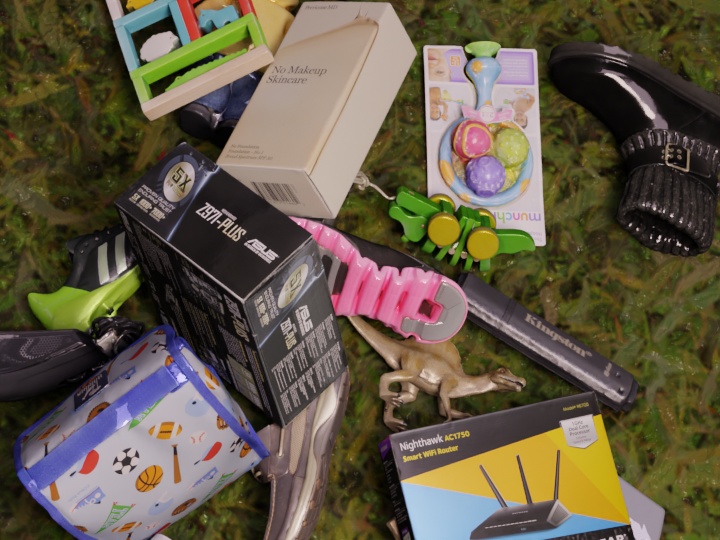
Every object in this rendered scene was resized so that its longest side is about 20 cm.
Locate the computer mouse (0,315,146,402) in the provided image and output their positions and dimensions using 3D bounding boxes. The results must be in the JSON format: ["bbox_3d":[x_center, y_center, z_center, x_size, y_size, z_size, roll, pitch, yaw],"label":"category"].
[{"bbox_3d":[-0.275,0.083,1.605,0.199,0.139,0.053,-4,75,8],"label":"computer mouse"}]

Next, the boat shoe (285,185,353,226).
[{"bbox_3d":[-0.035,-0.097,1.752,0.068,0.072,0.201,45,56,-35],"label":"boat shoe"}]

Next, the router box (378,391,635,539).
[{"bbox_3d":[0.129,0.200,1.642,0.199,0.051,0.150,-11,77,-18],"label":"router box"}]

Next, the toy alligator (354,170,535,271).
[{"bbox_3d":[0.064,-0.040,1.735,0.199,0.059,0.054,19,112,-9],"label":"toy alligator"}]

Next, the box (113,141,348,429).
[{"bbox_3d":[-0.107,0.014,1.595,0.164,0.200,0.086,36,67,30],"label":"box"}]

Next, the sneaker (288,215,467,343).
[{"bbox_3d":[0.000,0.000,1.689,0.199,0.095,0.079,24,109,-10],"label":"sneaker"}]

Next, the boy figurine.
[{"bbox_3d":[-0.111,-0.218,1.766,0.124,0.064,0.201,20,69,-4],"label":"boy figurine"}]

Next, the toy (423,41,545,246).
[{"bbox_3d":[0.122,-0.127,1.791,0.114,0.047,0.201,1,72,-9],"label":"toy"}]

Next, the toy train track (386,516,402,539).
[{"bbox_3d":[0.103,0.188,1.694,0.199,0.033,0.115,-31,89,-25],"label":"toy train track"}]

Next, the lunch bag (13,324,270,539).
[{"bbox_3d":[-0.186,0.139,1.542,0.170,0.200,0.124,-38,74,-1],"label":"lunch bag"}]

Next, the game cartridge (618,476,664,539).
[{"bbox_3d":[0.185,0.271,1.684,0.133,0.041,0.200,35,70,5],"label":"game cartridge"}]

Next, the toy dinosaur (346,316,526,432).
[{"bbox_3d":[0.048,0.093,1.714,0.199,0.058,0.101,25,53,0],"label":"toy dinosaur"}]

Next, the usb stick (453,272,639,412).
[{"bbox_3d":[0.169,0.067,1.738,0.199,0.055,0.033,32,112,0],"label":"usb stick"}]

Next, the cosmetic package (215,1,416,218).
[{"bbox_3d":[-0.038,-0.148,1.696,0.103,0.073,0.201,4,56,32],"label":"cosmetic package"}]

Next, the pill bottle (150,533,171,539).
[{"bbox_3d":[-0.209,0.319,1.551,0.109,0.109,0.200,43,70,4],"label":"pill bottle"}]

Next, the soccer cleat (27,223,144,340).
[{"bbox_3d":[-0.215,-0.018,1.683,0.081,0.068,0.200,39,70,14],"label":"soccer cleat"}]

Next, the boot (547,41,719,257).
[{"bbox_3d":[0.261,-0.118,1.799,0.210,0.079,0.159,23,70,-4],"label":"boot"}]

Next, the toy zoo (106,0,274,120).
[{"bbox_3d":[-0.170,-0.250,1.745,0.131,0.020,0.201,-24,63,8],"label":"toy zoo"}]

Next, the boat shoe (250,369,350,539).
[{"bbox_3d":[-0.064,0.167,1.656,0.073,0.075,0.201,11,64,9],"label":"boat shoe"}]
